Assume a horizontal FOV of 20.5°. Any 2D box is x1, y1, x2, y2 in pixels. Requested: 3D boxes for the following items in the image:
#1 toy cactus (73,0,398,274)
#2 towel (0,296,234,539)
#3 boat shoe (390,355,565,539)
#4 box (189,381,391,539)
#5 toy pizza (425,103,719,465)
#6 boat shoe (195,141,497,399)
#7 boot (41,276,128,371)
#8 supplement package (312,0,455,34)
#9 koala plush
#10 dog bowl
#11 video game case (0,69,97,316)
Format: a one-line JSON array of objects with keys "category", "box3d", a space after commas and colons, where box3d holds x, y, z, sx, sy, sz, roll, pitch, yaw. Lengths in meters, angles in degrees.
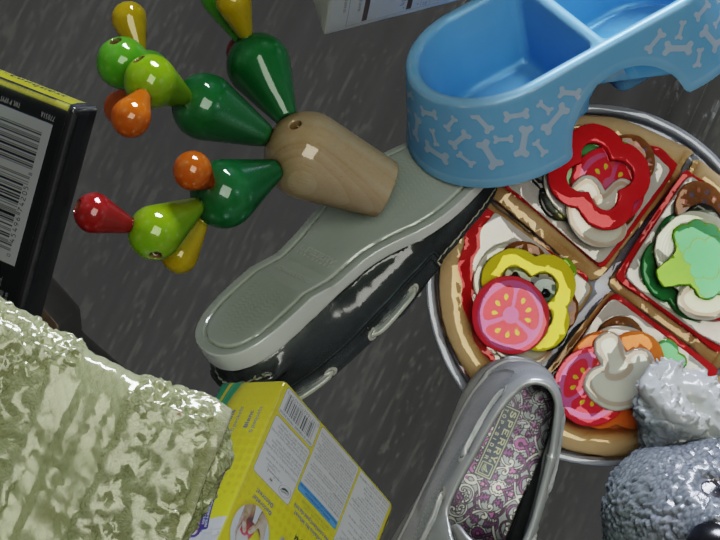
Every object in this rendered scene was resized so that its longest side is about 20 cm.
[{"category": "toy cactus", "box3d": [-0.064, -0.065, 1.018, 0.164, 0.103, 0.201, 23, 37, -12]}, {"category": "towel", "box3d": [-0.156, 0.125, 0.892, 0.148, 0.036, 0.201, 25, 88, 1]}, {"category": "boat shoe", "box3d": [0.059, 0.144, 1.039, 0.072, 0.069, 0.201, 26, 90, -6]}, {"category": "box", "box3d": [-0.059, 0.169, 0.974, 0.117, 0.048, 0.201, 52, 47, -38]}, {"category": "toy pizza", "box3d": [0.135, 0.006, 1.093, 0.199, 0.032, 0.202, 1, 83, -9]}, {"category": "boat shoe", "box3d": [0.000, 0.000, 1.059, 0.200, 0.076, 0.061, -36, 130, -14]}, {"category": "boot", "box3d": [-0.149, 0.081, 1.029, 0.075, 0.074, 0.200, -41, 87, 8]}, {"category": "supplement package", "box3d": [0.008, -0.253, 1.020, 0.110, 0.156, 0.201, -15, 72, -10]}, {"category": "koala plush", "box3d": [0.215, 0.149, 1.043, 0.199, 0.184, 0.179, 17, 95, 13]}, {"category": "dog bowl", "box3d": [0.111, -0.121, 1.061, 0.199, 0.112, 0.050, -29, 131, -12]}, {"category": "video game case", "box3d": [-0.234, -0.015, 0.971, 0.180, 0.025, 0.201, 21, 103, 17]}]
